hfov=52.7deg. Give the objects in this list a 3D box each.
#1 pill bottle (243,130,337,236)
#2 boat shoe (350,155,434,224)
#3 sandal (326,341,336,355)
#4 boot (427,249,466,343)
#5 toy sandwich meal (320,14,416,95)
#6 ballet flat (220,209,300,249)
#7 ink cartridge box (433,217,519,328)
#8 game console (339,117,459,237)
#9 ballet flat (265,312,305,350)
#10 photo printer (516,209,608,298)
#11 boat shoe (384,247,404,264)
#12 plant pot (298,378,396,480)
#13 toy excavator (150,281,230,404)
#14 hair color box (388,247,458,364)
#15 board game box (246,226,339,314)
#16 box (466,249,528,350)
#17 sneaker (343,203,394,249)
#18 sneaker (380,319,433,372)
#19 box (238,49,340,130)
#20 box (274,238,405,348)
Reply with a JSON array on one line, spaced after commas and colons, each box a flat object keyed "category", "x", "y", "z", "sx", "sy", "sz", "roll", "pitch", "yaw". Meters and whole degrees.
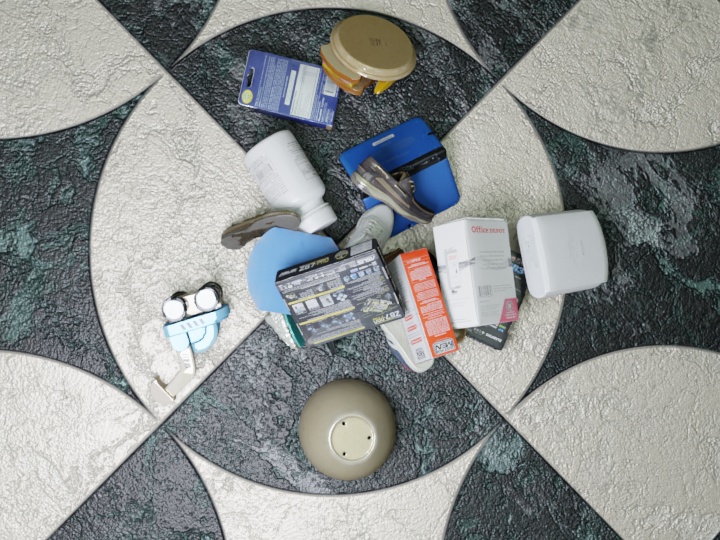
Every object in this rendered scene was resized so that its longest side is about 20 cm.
[{"category": "pill bottle", "x": -0.135, "y": -0.165, "z": 1.442, "sx": 0.114, "sy": 0.114, "sz": 0.201, "roll": -32, "pitch": 89, "yaw": -7}, {"category": "boat shoe", "x": 0.075, "y": -0.157, "z": 1.422, "sx": 0.199, "sy": 0.075, "sz": 0.074, "roll": 27, "pitch": 104, "yaw": -30}, {"category": "sandal", "x": -0.104, "y": 0.084, "z": 1.451, "sx": 0.048, "sy": 0.075, "sz": 0.202, "roll": -25, "pitch": 79, "yaw": -8}, {"category": "boot", "x": 0.154, "y": 0.053, "z": 1.429, "sx": 0.073, "sy": 0.075, "sz": 0.202, "roll": -23, "pitch": 87, "yaw": -6}, {"category": "toy sandwich meal", "x": 0.018, "y": -0.440, "z": 1.493, "sx": 0.203, "sy": 0.070, "sz": 0.207, "roll": 9, "pitch": 56, "yaw": -13}, {"category": "ballet flat", "x": -0.196, "y": -0.088, "z": 1.419, "sx": 0.067, "sy": 0.199, "sz": 0.047, "roll": 40, "pitch": 47, "yaw": -38}, {"category": "ink cartridge box", "x": 0.225, "y": 0.005, "z": 1.401, "sx": 0.146, "sy": 0.082, "sz": 0.202, "roll": -2, "pitch": 83, "yaw": -46}, {"category": "game console", "x": 0.082, "y": -0.192, "z": 1.513, "sx": 0.199, "sy": 0.119, "sz": 0.171, "roll": -26, "pitch": 58, "yaw": -7}, {"category": "ballet flat", "x": -0.168, "y": 0.067, "z": 1.456, "sx": 0.071, "sy": 0.072, "sz": 0.202, "roll": -18, "pitch": 86, "yaw": -6}, {"category": "photo printer", "x": 0.421, "y": -0.038, "z": 1.483, "sx": 0.198, "sy": 0.069, "sz": 0.168, "roll": -7, "pitch": 85, "yaw": -30}, {"category": "boat shoe", "x": 0.000, "y": 0.000, "z": 1.464, "sx": 0.199, "sy": 0.072, "sz": 0.068, "roll": -28, "pitch": 88, "yaw": -7}, {"category": "plant pot", "x": -0.020, "y": 0.315, "z": 1.410, "sx": 0.198, "sy": 0.134, "sz": 0.203, "roll": 0, "pitch": 85, "yaw": -6}, {"category": "toy excavator", "x": -0.336, "y": 0.143, "z": 1.418, "sx": 0.193, "sy": 0.100, "sz": 0.202, "roll": -17, "pitch": 96, "yaw": -5}, {"category": "hair color box", "x": 0.114, "y": 0.069, "z": 1.381, "sx": 0.061, "sy": 0.101, "sz": 0.202, "roll": -14, "pitch": 82, "yaw": -18}, {"category": "board game box", "x": -0.128, "y": 0.005, "z": 1.403, "sx": 0.198, "sy": 0.039, "sz": 0.160, "roll": 9, "pitch": 86, "yaw": -25}, {"category": "box", "x": 0.237, "y": 0.034, "z": 1.497, "sx": 0.198, "sy": 0.050, "sz": 0.200, "roll": 24, "pitch": 83, "yaw": -3}, {"category": "sneaker", "x": 0.020, "y": -0.054, "z": 1.404, "sx": 0.075, "sy": 0.099, "sz": 0.201, "roll": 39, "pitch": 62, "yaw": -13}, {"category": "sneaker", "x": 0.071, "y": 0.117, "z": 1.458, "sx": 0.074, "sy": 0.085, "sz": 0.201, "roll": -25, "pitch": 83, "yaw": -19}, {"category": "box", "x": -0.143, "y": -0.373, "z": 1.496, "sx": 0.198, "sy": 0.032, "sz": 0.122, "roll": 13, "pitch": 85, "yaw": -7}, {"category": "box", "x": -0.035, "y": 0.045, "z": 1.333, "sx": 0.198, "sy": 0.049, "sz": 0.162, "roll": -19, "pitch": 119, "yaw": 12}]
